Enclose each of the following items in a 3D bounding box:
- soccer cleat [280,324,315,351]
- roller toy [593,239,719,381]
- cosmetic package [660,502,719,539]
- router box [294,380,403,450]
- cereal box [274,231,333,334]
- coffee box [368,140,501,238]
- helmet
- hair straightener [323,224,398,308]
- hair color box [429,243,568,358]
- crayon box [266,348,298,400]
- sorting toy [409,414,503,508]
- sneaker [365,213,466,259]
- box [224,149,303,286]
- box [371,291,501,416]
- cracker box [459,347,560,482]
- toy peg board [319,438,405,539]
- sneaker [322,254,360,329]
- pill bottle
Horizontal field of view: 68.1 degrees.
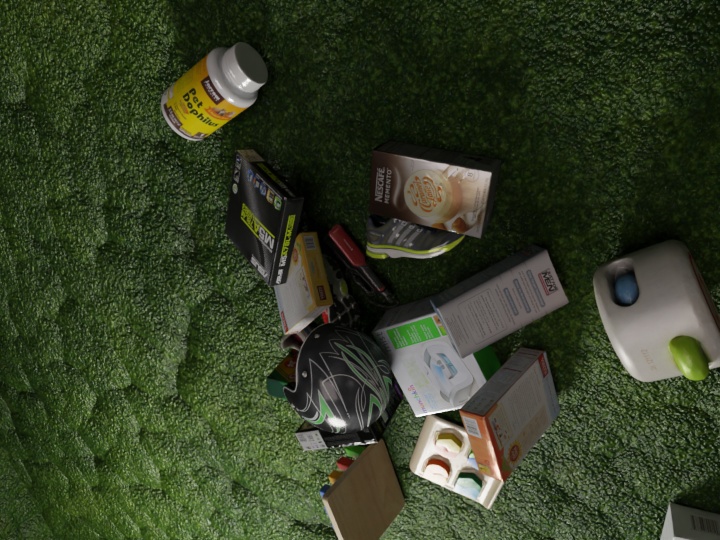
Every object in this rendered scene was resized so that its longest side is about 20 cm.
[{"bbox_3d":[-0.079,0.169,1.141,0.198,0.086,0.071,14,121,20],"label":"soccer cleat"},{"bbox_3d":[0.426,0.061,0.771,0.139,0.199,0.184,-24,79,34],"label":"roller toy"},{"bbox_3d":[0.614,0.540,0.981,0.112,0.081,0.202,5,116,23],"label":"cosmetic package"},{"bbox_3d":[-0.023,0.312,1.147,0.199,0.149,0.051,-18,106,33],"label":"router box"},{"bbox_3d":[-0.120,0.030,1.042,0.200,0.039,0.145,-40,61,58],"label":"cereal box"},{"bbox_3d":[0.120,-0.138,0.886,0.198,0.080,0.116,14,120,20],"label":"coffee box"},{"bbox_3d":[-0.037,0.200,0.989,0.200,0.200,0.191,44,143,0],"label":"helmet"},{"bbox_3d":[0.000,0.000,1.053,0.200,0.041,0.077,46,152,-7],"label":"hair straightener"},{"bbox_3d":[0.227,0.050,0.882,0.199,0.061,0.100,-28,103,2],"label":"hair color box"},{"bbox_3d":[-0.087,0.238,1.157,0.198,0.127,0.051,10,119,21],"label":"crayon box"},{"bbox_3d":[0.212,0.416,1.150,0.198,0.036,0.187,23,123,15],"label":"sorting toy"},{"bbox_3d":[0.092,-0.068,0.944,0.198,0.074,0.082,-4,110,27],"label":"sneaker"},{"bbox_3d":[-0.194,-0.104,1.036,0.200,0.047,0.195,45,129,35],"label":"box"},{"bbox_3d":[0.148,0.156,1.014,0.175,0.097,0.201,-20,105,31],"label":"box"},{"bbox_3d":[0.267,0.245,0.933,0.057,0.199,0.135,2,118,51],"label":"cracker box"},{"bbox_3d":[-0.014,0.521,1.233,0.097,0.199,0.202,-1,115,44],"label":"toy peg board"},{"bbox_3d":[-0.060,0.057,1.090,0.085,0.076,0.202,14,123,56],"label":"sneaker"},{"bbox_3d":[-0.263,-0.325,0.967,0.199,0.109,0.110,-21,104,34],"label":"pill bottle"}]
